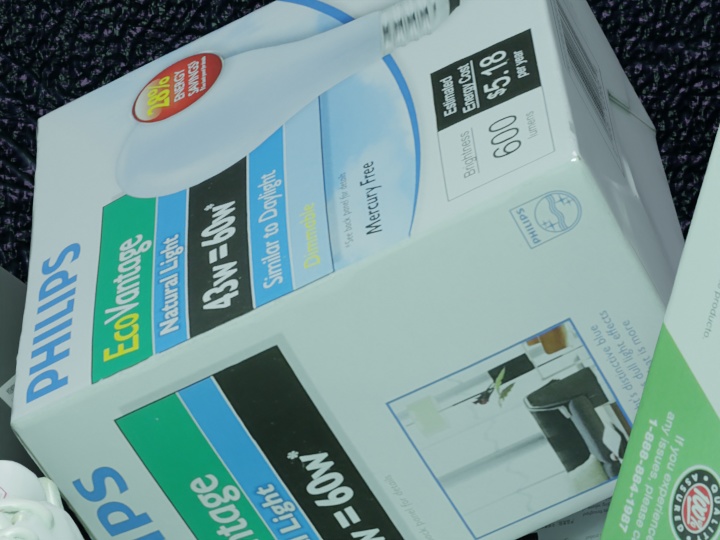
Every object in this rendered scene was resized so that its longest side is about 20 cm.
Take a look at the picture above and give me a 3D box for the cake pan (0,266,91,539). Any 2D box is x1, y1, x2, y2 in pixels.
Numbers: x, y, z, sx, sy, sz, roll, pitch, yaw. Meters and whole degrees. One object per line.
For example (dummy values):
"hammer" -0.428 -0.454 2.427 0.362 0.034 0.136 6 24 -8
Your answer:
"cake pan" -0.128 0.056 1.030 0.037 0.200 0.200 -44 -15 16

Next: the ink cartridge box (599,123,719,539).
"ink cartridge box" 0.173 0.050 0.752 0.087 0.146 0.200 1 19 -45

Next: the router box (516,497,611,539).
"router box" 0.122 0.095 1.043 0.200 0.049 0.179 -15 -14 40

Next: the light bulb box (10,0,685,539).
"light bulb box" 0.000 0.000 0.999 0.200 0.125 0.198 -25 30 12

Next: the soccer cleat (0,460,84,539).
"soccer cleat" -0.110 0.098 0.831 0.070 0.087 0.200 1 1 -3
